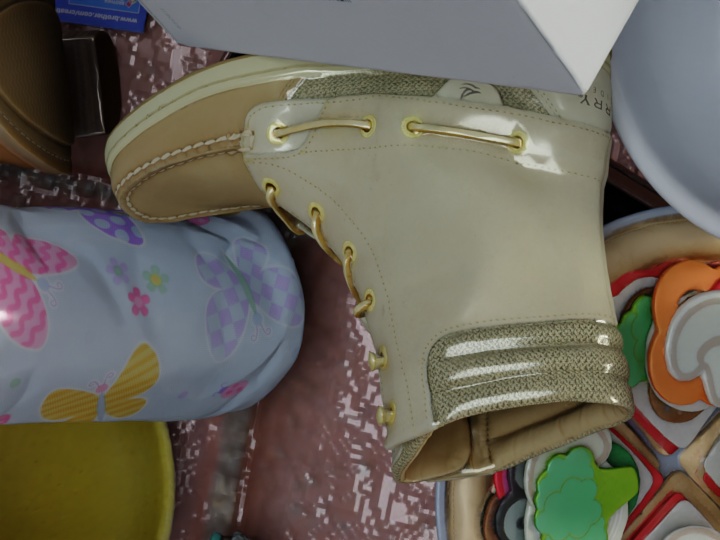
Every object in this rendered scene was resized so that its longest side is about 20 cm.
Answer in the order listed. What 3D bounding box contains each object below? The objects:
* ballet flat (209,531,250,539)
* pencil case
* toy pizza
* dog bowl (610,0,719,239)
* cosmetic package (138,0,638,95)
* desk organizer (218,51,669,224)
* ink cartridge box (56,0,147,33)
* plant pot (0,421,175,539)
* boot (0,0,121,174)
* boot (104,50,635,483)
[{"bbox_3d":[-0.082,0.204,1.070,0.072,0.072,0.201,35,102,9],"label":"ballet flat"},{"bbox_3d":[-0.115,0.012,0.997,0.083,0.199,0.091,-43,62,37],"label":"pencil case"},{"bbox_3d":[0.121,0.076,0.973,0.199,0.032,0.202,-5,103,-24],"label":"toy pizza"},{"bbox_3d":[0.179,-0.101,0.898,0.199,0.078,0.202,-8,78,45],"label":"dog bowl"},{"bbox_3d":[0.021,-0.180,0.878,0.199,0.123,0.201,12,64,44],"label":"cosmetic package"},{"bbox_3d":[0.037,-0.036,1.020,0.199,0.077,0.072,32,100,10],"label":"desk organizer"},{"bbox_3d":[-0.115,-0.185,1.005,0.119,0.042,0.201,6,118,-21],"label":"ink cartridge box"},{"bbox_3d":[-0.195,0.087,1.041,0.142,0.200,0.201,-35,85,39],"label":"plant pot"},{"bbox_3d":[-0.185,-0.064,1.007,0.154,0.200,0.074,-6,87,6],"label":"boot"},{"bbox_3d":[0.000,0.000,0.926,0.199,0.073,0.157,-10,71,20],"label":"boot"}]
